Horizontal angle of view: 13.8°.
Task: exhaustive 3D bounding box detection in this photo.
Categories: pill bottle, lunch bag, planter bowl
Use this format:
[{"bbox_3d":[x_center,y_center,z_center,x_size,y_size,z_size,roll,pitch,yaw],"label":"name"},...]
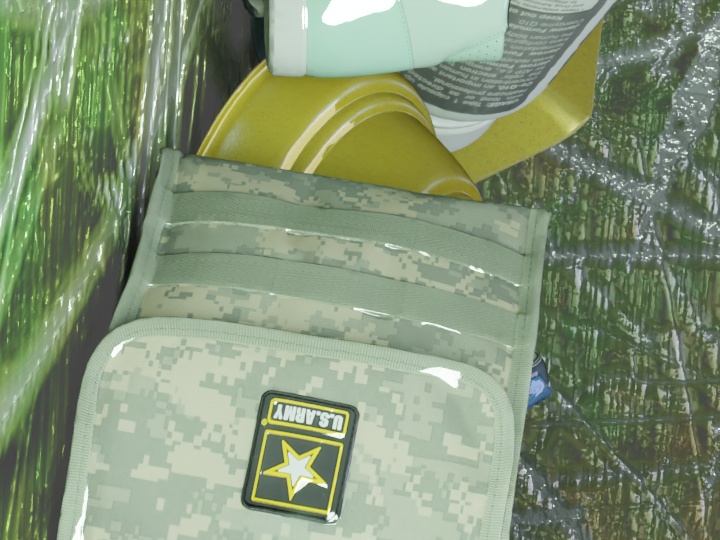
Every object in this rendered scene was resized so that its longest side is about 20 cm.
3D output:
[{"bbox_3d":[0.057,-0.138,1.365,0.200,0.113,0.113,128,-26,-57],"label":"pill bottle"},{"bbox_3d":[-0.020,0.058,1.132,0.200,0.164,0.118,-79,177,-50],"label":"lunch bag"},{"bbox_3d":[0.000,0.000,1.299,0.200,0.083,0.201,-37,137,-45],"label":"planter bowl"}]

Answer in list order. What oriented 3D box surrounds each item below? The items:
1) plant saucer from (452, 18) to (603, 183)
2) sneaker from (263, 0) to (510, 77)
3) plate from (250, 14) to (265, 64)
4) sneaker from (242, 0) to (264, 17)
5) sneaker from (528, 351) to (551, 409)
[{"bbox_3d":[0.034,-0.105,1.606,0.048,0.200,0.200,53,26,-25],"label":"plant saucer"},{"bbox_3d":[0.020,-0.179,1.236,0.074,0.118,0.201,174,-83,-85],"label":"sneaker"},{"bbox_3d":[0.025,-0.167,1.487,0.200,0.026,0.200,-37,151,-25],"label":"plate"},{"bbox_3d":[-0.019,-0.193,1.329,0.078,0.079,0.200,89,9,-48],"label":"sneaker"},{"bbox_3d":[0.011,0.024,1.480,0.077,0.200,0.085,-24,118,-38],"label":"sneaker"}]
